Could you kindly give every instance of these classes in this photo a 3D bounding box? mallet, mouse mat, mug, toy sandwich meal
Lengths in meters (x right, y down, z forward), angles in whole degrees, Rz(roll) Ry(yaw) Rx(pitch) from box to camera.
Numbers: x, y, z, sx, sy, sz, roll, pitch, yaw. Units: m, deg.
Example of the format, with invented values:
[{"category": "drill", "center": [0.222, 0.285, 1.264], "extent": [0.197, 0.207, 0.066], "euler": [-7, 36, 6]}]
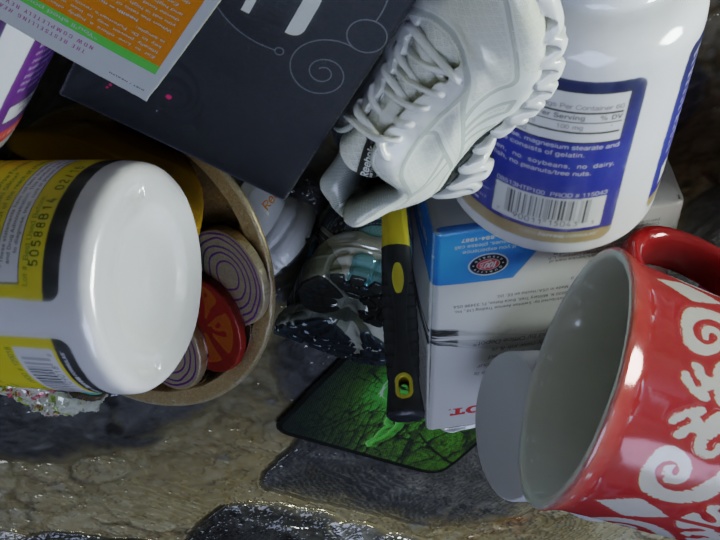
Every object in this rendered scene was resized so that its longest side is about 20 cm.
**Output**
[{"category": "mallet", "center": [0.009, -0.018, 0.769], "extent": [0.065, 0.202, 0.041], "euler": [3, 155, 3]}, {"category": "mouse mat", "center": [0.051, 0.085, 1.056], "extent": [0.160, 0.008, 0.200], "euler": [18, 134, -29]}, {"category": "mug", "center": [0.202, 0.064, 0.742], "extent": [0.198, 0.179, 0.133], "euler": [19, 164, -8]}, {"category": "toy sandwich meal", "center": [-0.143, -0.001, 0.805], "extent": [0.203, 0.070, 0.207], "euler": [12, 119, 22]}]

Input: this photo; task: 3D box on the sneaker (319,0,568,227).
[{"category": "sneaker", "center": [0.033, -0.081, 0.662], "extent": [0.081, 0.075, 0.200], "euler": [-26, 161, -24]}]

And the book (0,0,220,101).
[{"category": "book", "center": [-0.097, -0.137, 0.483], "extent": [0.133, 0.049, 0.200], "euler": [24, 159, -16]}]

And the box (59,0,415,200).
[{"category": "box", "center": [-0.038, -0.149, 0.649], "extent": [0.121, 0.107, 0.200], "euler": [24, 135, -13]}]

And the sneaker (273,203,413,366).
[{"category": "sneaker", "center": [0.000, 0.000, 0.886], "extent": [0.077, 0.087, 0.200], "euler": [18, 162, -6]}]

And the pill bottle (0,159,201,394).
[{"category": "pill bottle", "center": [-0.188, 0.001, 0.723], "extent": [0.198, 0.112, 0.112], "euler": [2, 146, 22]}]

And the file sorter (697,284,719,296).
[{"category": "file sorter", "center": [0.310, -0.027, 0.811], "extent": [0.139, 0.125, 0.201], "euler": [-34, 164, -44]}]

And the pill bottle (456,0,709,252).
[{"category": "pill bottle", "center": [0.107, -0.115, 0.721], "extent": [0.118, 0.121, 0.201], "euler": [-3, 142, -5]}]

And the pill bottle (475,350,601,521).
[{"category": "pill bottle", "center": [0.174, 0.090, 0.862], "extent": [0.198, 0.113, 0.113], "euler": [2, 142, -23]}]

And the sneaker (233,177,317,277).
[{"category": "sneaker", "center": [-0.119, -0.008, 0.875], "extent": [0.199, 0.074, 0.080], "euler": [-33, 114, 28]}]

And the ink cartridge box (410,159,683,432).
[{"category": "ink cartridge box", "center": [0.104, 0.003, 0.893], "extent": [0.144, 0.085, 0.201], "euler": [-8, 142, -6]}]

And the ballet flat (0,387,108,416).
[{"category": "ballet flat", "center": [-0.243, 0.046, 0.909], "extent": [0.064, 0.076, 0.200], "euler": [-24, 137, 32]}]

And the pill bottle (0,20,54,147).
[{"category": "pill bottle", "center": [-0.173, -0.147, 0.644], "extent": [0.110, 0.112, 0.200], "euler": [16, 136, -26]}]
